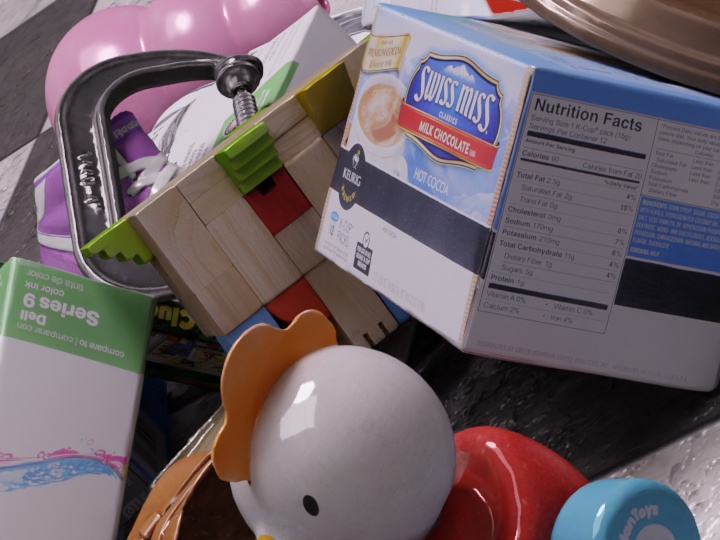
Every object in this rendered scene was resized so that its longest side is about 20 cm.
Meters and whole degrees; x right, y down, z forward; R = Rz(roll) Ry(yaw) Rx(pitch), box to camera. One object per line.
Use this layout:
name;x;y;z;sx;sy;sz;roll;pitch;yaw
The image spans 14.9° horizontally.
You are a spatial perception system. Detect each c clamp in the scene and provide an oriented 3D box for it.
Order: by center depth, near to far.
c clamp;-0.079;-0.051;1.499;0.171;0.027;0.200;-17;54;-4

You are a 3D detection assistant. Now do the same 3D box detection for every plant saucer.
plant saucer;0.161;-0.128;1.298;0.200;0.200;0.029;-108;32;-64

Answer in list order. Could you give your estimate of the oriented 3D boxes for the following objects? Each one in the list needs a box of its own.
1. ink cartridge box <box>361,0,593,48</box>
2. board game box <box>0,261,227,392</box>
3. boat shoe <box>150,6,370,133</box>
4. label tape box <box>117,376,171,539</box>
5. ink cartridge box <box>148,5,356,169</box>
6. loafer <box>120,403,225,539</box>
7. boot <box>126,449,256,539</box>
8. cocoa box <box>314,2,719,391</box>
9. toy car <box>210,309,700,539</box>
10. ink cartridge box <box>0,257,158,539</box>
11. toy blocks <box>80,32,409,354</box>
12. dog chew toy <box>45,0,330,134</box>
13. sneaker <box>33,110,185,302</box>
ink cartridge box;0.118;-0.136;1.412;0.200;0.160;0.047;2;84;60
board game box;-0.151;0.028;1.513;0.105;0.200;0.023;149;132;-68
boat shoe;-0.047;-0.117;1.752;0.200;0.072;0.068;-24;33;35
label tape box;-0.201;0.140;1.591;0.200;0.066;0.143;-41;25;14
ink cartridge box;-0.083;-0.046;1.654;0.200;0.084;0.146;-34;20;31
loafer;-0.082;0.130;1.400;0.067;0.076;0.200;1;50;50
boot;-0.091;0.171;1.252;0.155;0.074;0.200;135;149;-65
cocoa box;0.083;-0.039;1.286;0.200;0.133;0.131;-146;67;-66
toy car;-0.002;0.110;1.148;0.184;0.200;0.177;-7;43;55
ink cartridge box;-0.181;0.114;1.420;0.145;0.087;0.200;-35;44;57
toy blocks;-0.020;-0.017;1.401;0.200;0.137;0.100;-38;7;-13
dog chew toy;-0.110;-0.137;1.837;0.200;0.125;0.125;-26;29;20
sneaker;-0.101;-0.035;1.534;0.200;0.114;0.073;-7;9;28
